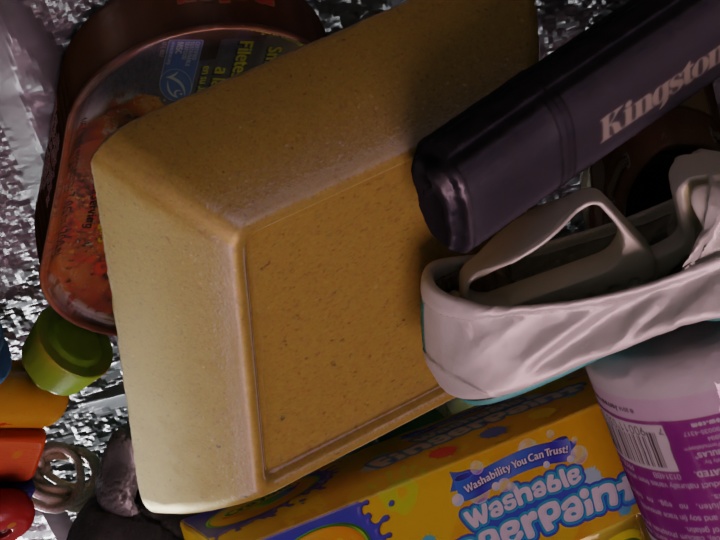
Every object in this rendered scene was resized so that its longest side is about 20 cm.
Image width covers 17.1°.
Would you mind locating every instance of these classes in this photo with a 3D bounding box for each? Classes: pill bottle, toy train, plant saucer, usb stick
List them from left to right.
[{"bbox_3d":[-0.147,0.059,1.056,0.200,0.085,0.116,5,140,-47],"label":"toy train"},{"bbox_3d":[0.000,0.000,0.955,0.200,0.048,0.200,-26,137,-24],"label":"plant saucer"},{"bbox_3d":[0.102,-0.075,0.924,0.200,0.033,0.056,-34,137,-20],"label":"usb stick"},{"bbox_3d":[0.174,0.097,0.990,0.112,0.112,0.200,-20,110,9],"label":"pill bottle"}]

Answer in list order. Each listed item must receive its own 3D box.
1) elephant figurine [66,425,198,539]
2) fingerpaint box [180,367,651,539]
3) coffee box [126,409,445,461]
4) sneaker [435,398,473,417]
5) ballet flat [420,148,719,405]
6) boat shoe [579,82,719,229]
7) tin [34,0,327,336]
[{"bbox_3d":[-0.049,0.186,1.122,0.142,0.200,0.155,-58,166,0],"label":"elephant figurine"},{"bbox_3d":[0.045,0.154,1.038,0.200,0.167,0.073,-19,-168,-17],"label":"fingerpaint box"},{"bbox_3d":[-0.004,0.097,1.138,0.123,0.044,0.200,-8,144,36],"label":"coffee box"},{"bbox_3d":[0.090,0.083,1.200,0.200,0.076,0.092,28,138,-34],"label":"sneaker"},{"bbox_3d":[0.114,-0.008,0.927,0.200,0.070,0.069,-21,146,6],"label":"ballet flat"},{"bbox_3d":[0.134,-0.026,1.044,0.076,0.074,0.200,-19,146,7],"label":"boat shoe"},{"bbox_3d":[-0.071,-0.043,0.976,0.112,0.042,0.200,1,143,-16],"label":"tin"}]
